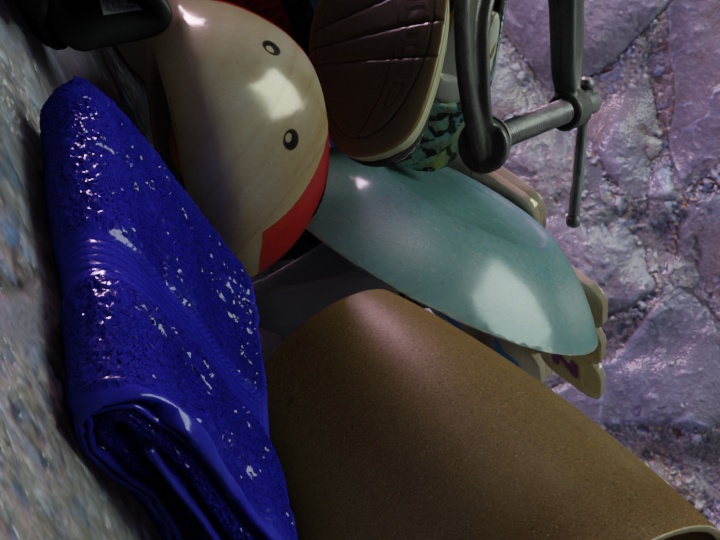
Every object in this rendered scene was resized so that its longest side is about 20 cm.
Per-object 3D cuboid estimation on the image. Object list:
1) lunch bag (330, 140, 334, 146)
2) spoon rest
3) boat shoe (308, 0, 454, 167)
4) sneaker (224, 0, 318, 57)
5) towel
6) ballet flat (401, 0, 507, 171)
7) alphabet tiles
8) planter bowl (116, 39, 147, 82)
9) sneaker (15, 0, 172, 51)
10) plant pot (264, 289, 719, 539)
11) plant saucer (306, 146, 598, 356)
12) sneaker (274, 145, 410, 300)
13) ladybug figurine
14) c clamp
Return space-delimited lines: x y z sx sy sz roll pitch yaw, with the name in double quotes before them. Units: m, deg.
"lunch bag" 0.015 -0.107 1.445 0.200 0.082 0.162 -104 168 -67
"spoon rest" 0.000 0.000 1.172 0.200 0.099 0.061 -9 88 -64
"boat shoe" 0.018 -0.134 1.029 0.065 0.072 0.202 52 37 -56
"sneaker" -0.051 -0.193 1.073 0.096 0.079 0.202 -48 133 -58
"towel" -0.073 0.029 0.830 0.201 0.049 0.148 -107 171 -48
"ballet flat" 0.050 -0.152 1.094 0.074 0.073 0.202 16 81 -82
"alphabet tiles" 0.074 -0.008 1.269 0.195 0.015 0.201 36 -23 26
"planter bowl" -0.095 -0.220 1.171 0.200 0.134 0.202 -24 90 -84
"sneaker" -0.129 -0.162 0.963 0.200 0.076 0.115 -84 151 -72
"plant pot" 0.041 0.110 1.002 0.200 0.186 0.187 52 -1 27
"plant saucer" 0.047 -0.023 1.123 0.200 0.039 0.201 27 15 -7
"sneaker" -0.034 -0.037 1.297 0.201 0.075 0.085 59 -3 35
"ladybug figurine" -0.058 -0.064 1.006 0.200 0.071 0.137 147 -70 -80
"c clamp" 0.090 -0.099 1.088 0.200 0.027 0.173 -14 108 -64
